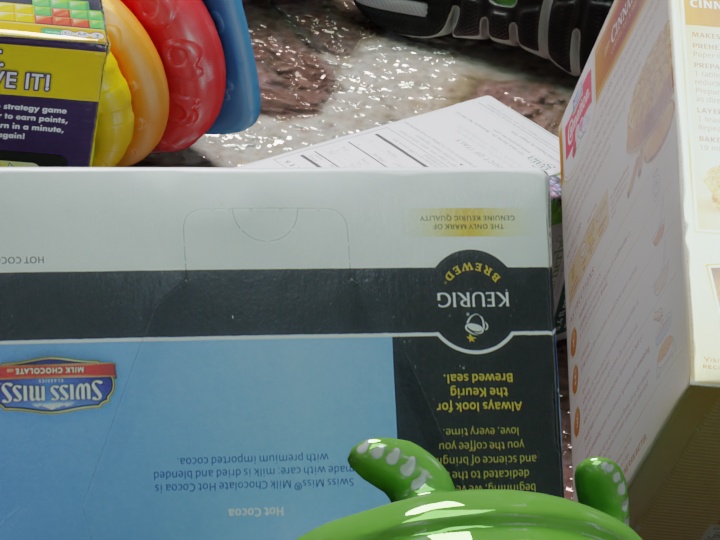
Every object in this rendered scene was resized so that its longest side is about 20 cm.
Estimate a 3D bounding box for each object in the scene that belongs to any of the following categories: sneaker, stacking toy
[{"bbox_3d":[0.102,-0.148,1.467,0.200,0.076,0.116,17,28,11],"label":"sneaker"},{"bbox_3d":[-0.141,-0.065,1.239,0.116,0.110,0.200,12,38,33],"label":"stacking toy"}]

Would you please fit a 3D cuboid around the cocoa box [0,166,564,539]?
[{"bbox_3d":[-0.047,0.040,0.998,0.200,0.131,0.133,-1,-8,-18],"label":"cocoa box"}]

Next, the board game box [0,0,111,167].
[{"bbox_3d":[-0.200,-0.031,1.081,0.200,0.165,0.057,4,31,-12],"label":"board game box"}]

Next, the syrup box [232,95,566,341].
[{"bbox_3d":[0.000,0.000,1.177,0.200,0.079,0.081,-19,41,-40],"label":"syrup box"}]

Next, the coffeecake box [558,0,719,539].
[{"bbox_3d":[0.126,-0.007,1.082,0.073,0.154,0.200,5,59,-9],"label":"coffeecake box"}]

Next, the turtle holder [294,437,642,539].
[{"bbox_3d":[0.045,0.147,0.914,0.185,0.141,0.132,37,27,-43],"label":"turtle holder"}]
